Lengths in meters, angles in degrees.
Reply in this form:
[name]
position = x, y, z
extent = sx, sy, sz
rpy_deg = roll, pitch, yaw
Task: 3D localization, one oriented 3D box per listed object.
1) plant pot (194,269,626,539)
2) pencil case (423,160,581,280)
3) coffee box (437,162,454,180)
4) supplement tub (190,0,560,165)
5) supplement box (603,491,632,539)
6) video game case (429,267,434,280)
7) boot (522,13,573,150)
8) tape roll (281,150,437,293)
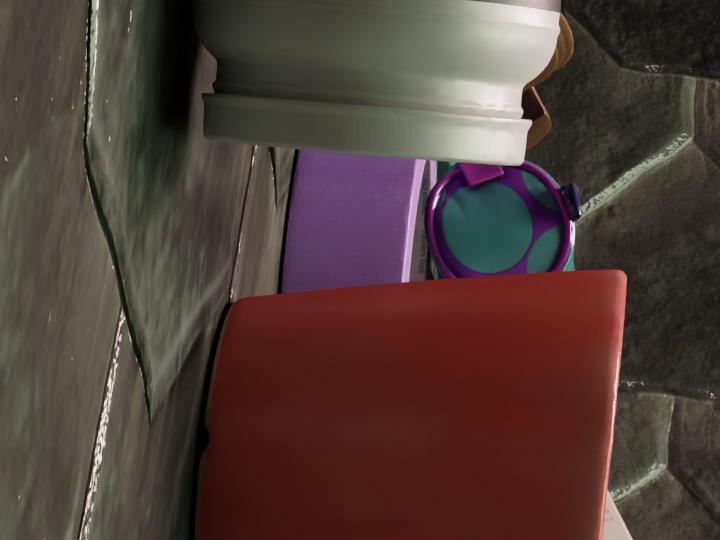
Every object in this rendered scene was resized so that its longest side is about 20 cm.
[plant pot]
position = 0.024, 0.091, 1.293
extent = 0.200, 0.177, 0.201
rpy_deg = 6, 90, -85
[pencil case]
position = 0.083, -0.011, 1.648
extent = 0.200, 0.085, 0.092
rpy_deg = 68, 17, -81
[coffee box]
position = 0.054, -0.113, 1.927
extent = 0.200, 0.044, 0.123
rpy_deg = 59, 33, -60
[supplement tub]
position = 0.010, -0.144, 1.087
extent = 0.140, 0.140, 0.200
rpy_deg = -29, 124, -84
[supplement box]
position = 0.084, 0.161, 1.488
extent = 0.200, 0.073, 0.126
rpy_deg = 65, -29, 28
[video game case]
position = 0.038, 0.016, 1.795
extent = 0.200, 0.025, 0.181
rpy_deg = 54, 15, -82
[boot]
position = 0.050, -0.156, 1.587
extent = 0.155, 0.077, 0.200
rpy_deg = 59, 1, 15
[tape roll]
position = 0.000, 0.000, 1.575
extent = 0.200, 0.066, 0.200
rpy_deg = 5, 90, -84
